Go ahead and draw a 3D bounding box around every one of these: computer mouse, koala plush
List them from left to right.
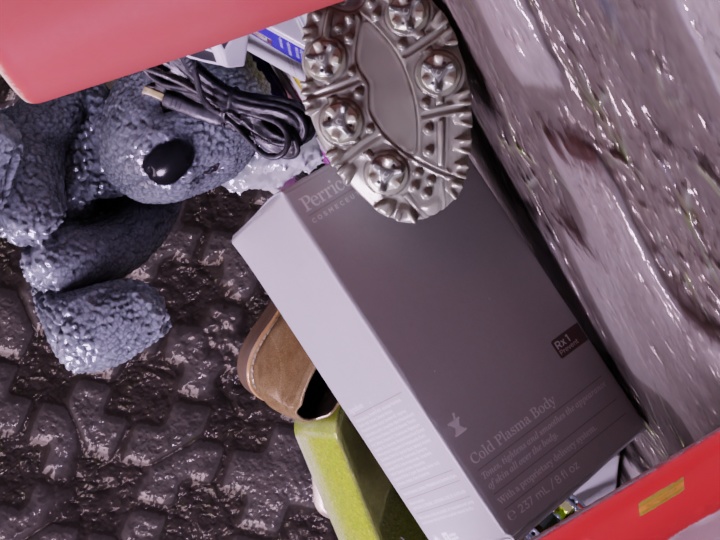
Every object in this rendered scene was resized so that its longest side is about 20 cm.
[{"bbox_3d":[-0.138,-0.076,0.952,0.178,0.200,0.184,51,-169,-20],"label":"koala plush"},{"bbox_3d":[-0.081,-0.135,0.767,0.109,0.044,0.200,28,158,18],"label":"computer mouse"}]

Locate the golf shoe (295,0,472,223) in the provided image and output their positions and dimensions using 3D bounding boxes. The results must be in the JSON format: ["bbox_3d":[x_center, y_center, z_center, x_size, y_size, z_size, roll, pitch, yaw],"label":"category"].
[{"bbox_3d":[0.003,-0.119,0.740,0.097,0.078,0.201,-2,-109,-80],"label":"golf shoe"}]

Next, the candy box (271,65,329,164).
[{"bbox_3d":[-0.021,-0.133,1.019,0.137,0.061,0.200,60,177,17],"label":"candy box"}]

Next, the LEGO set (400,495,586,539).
[{"bbox_3d":[0.114,0.204,0.841,0.200,0.116,0.154,42,173,19],"label":"LEGO set"}]

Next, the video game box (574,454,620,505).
[{"bbox_3d":[0.102,0.072,0.995,0.183,0.047,0.200,58,177,19],"label":"video game box"}]

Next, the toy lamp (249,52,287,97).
[{"bbox_3d":[-0.126,-0.166,0.991,0.200,0.058,0.058,43,-175,-25],"label":"toy lamp"}]

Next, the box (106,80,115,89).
[{"bbox_3d":[-0.135,-0.184,1.129,0.078,0.200,0.095,62,177,-39],"label":"box"}]

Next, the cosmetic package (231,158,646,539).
[{"bbox_3d":[0.038,0.030,0.778,0.200,0.107,0.090,56,153,-2],"label":"cosmetic package"}]

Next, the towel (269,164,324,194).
[{"bbox_3d":[-0.025,-0.067,1.134,0.200,0.023,0.153,39,-159,-19],"label":"towel"}]

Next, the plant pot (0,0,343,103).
[{"bbox_3d":[-0.084,-0.166,0.586,0.201,0.177,0.200,60,177,6],"label":"plant pot"}]

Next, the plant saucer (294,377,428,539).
[{"bbox_3d":[0.012,0.103,1.050,0.200,0.048,0.200,-71,-29,-45],"label":"plant saucer"}]

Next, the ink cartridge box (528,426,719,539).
[{"bbox_3d":[0.077,0.154,0.621,0.045,0.200,0.176,59,177,26],"label":"ink cartridge box"}]

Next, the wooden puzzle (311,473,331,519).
[{"bbox_3d":[0.004,0.074,1.154,0.200,0.037,0.186,-14,-79,-66],"label":"wooden puzzle"}]

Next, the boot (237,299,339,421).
[{"bbox_3d":[0.000,0.000,0.937,0.073,0.201,0.075,25,-178,-32],"label":"boot"}]

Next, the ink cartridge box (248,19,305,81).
[{"bbox_3d":[-0.026,-0.127,0.842,0.200,0.039,0.099,31,175,2],"label":"ink cartridge box"}]
